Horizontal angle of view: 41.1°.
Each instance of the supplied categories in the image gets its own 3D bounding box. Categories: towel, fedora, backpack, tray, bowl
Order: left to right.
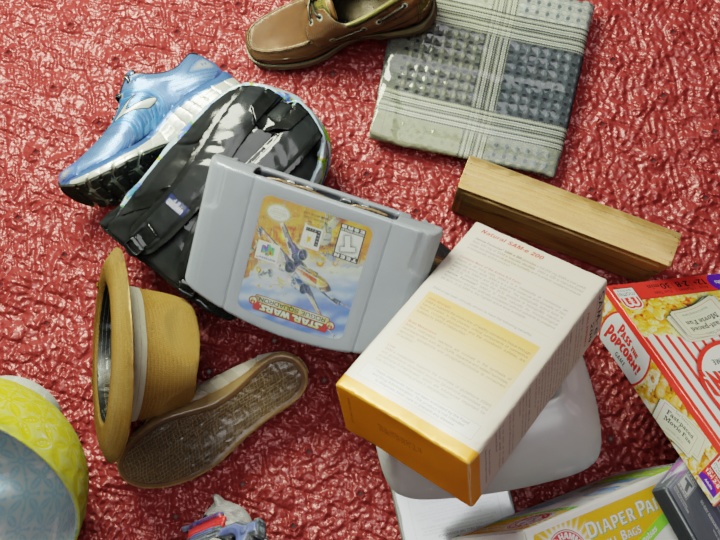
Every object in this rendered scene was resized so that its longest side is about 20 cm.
[{"bbox_3d":[-0.325,0.159,0.857,0.200,0.200,0.108,11,37,3],"label":"bowl"},{"bbox_3d":[-0.190,0.074,0.851,0.082,0.201,0.201,2,79,-21],"label":"fedora"},{"bbox_3d":[-0.115,-0.080,0.901,0.163,0.154,0.200,34,104,9],"label":"backpack"},{"bbox_3d":[0.103,0.090,0.845,0.200,0.075,0.200,-9,50,0],"label":"bowl"},{"bbox_3d":[0.119,-0.201,0.969,0.200,0.035,0.193,14,83,1],"label":"towel"},{"bbox_3d":[0.186,-0.045,0.899,0.200,0.099,0.037,22,82,5],"label":"tray"}]

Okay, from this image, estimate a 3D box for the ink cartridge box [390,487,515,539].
[{"bbox_3d":[0.088,0.236,0.870,0.104,0.059,0.200,-13,80,-2],"label":"ink cartridge box"}]

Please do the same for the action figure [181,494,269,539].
[{"bbox_3d":[-0.137,0.298,0.845,0.200,0.105,0.194,-21,51,34],"label":"action figure"}]

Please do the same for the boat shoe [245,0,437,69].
[{"bbox_3d":[-0.027,-0.255,0.941,0.200,0.068,0.072,-15,75,13],"label":"boat shoe"}]

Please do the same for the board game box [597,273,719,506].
[{"bbox_3d":[0.311,0.093,0.827,0.151,0.046,0.200,-6,49,-27],"label":"board game box"}]

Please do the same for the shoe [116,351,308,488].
[{"bbox_3d":[-0.136,0.138,0.901,0.200,0.053,0.070,-30,102,0],"label":"shoe"}]

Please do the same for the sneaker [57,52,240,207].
[{"bbox_3d":[-0.215,-0.141,0.944,0.200,0.079,0.089,-39,74,-14],"label":"sneaker"}]

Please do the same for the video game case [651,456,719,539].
[{"bbox_3d":[0.334,0.197,0.824,0.200,0.019,0.143,-30,91,-41],"label":"video game case"}]

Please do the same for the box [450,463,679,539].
[{"bbox_3d":[0.194,0.240,0.801,0.200,0.112,0.101,-12,78,-30],"label":"box"}]

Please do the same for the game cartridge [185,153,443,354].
[{"bbox_3d":[-0.044,-0.006,0.805,0.200,0.042,0.133,18,108,4],"label":"game cartridge"}]

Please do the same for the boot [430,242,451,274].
[{"bbox_3d":[0.000,0.000,0.896,0.200,0.075,0.097,13,115,-33],"label":"boot"}]

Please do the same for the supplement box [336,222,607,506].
[{"bbox_3d":[0.092,0.068,0.767,0.126,0.074,0.200,28,59,28],"label":"supplement box"}]
